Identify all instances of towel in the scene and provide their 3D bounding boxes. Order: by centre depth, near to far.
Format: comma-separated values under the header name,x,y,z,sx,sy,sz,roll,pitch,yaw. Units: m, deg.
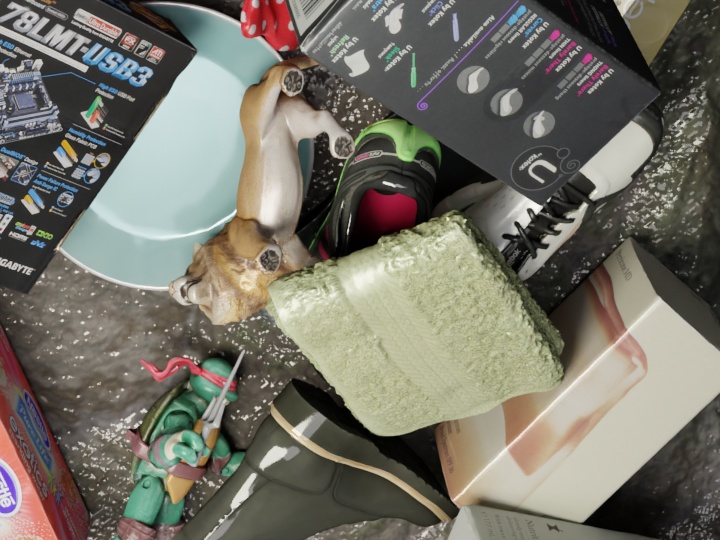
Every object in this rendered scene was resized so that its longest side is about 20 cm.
name,x,y,z,sx,sy,sz,roll,pitch,yaw
towel,0.040,0.041,1.270,0.147,0.037,0.200,-21,143,12

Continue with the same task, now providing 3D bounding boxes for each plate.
name,x,y,z,sx,sy,sz,roll,pitch,yaw
plate,-0.130,-0.083,1.334,0.198,0.026,0.202,-2,114,-4

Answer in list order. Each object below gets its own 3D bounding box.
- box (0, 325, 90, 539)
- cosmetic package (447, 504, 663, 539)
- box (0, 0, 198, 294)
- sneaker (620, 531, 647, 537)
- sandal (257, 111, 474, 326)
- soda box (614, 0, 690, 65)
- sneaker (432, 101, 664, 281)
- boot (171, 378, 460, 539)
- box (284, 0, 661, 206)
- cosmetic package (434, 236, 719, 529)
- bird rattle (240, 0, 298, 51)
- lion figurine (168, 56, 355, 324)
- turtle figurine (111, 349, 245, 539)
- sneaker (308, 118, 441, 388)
name,x,y,z,sx,sy,sz,roll,pitch,yaw
box,-0.265,0.127,1.377,0.094,0.103,0.201,-19,112,5
cosmetic package,0.156,0.232,1.343,0.199,0.113,0.082,10,119,-21
box,-0.227,-0.097,1.223,0.199,0.050,0.199,21,108,-49
sneaker,0.142,0.277,1.484,0.198,0.081,0.147,-9,120,-2
sandal,0.006,-0.031,1.352,0.075,0.048,0.200,39,106,-18
soda box,0.156,-0.161,1.297,0.067,0.064,0.201,26,110,-14
sneaker,0.115,-0.038,1.274,0.074,0.080,0.200,34,128,-19
boot,-0.031,0.163,1.386,0.139,0.077,0.200,-49,134,6
box,0.059,-0.148,1.172,0.199,0.123,0.106,30,118,-33
cosmetic package,0.151,0.089,1.385,0.087,0.104,0.200,39,105,-20
bird rattle,0.017,-0.208,1.244,0.162,0.113,0.201,22,109,-30
lion figurine,-0.058,-0.057,1.294,0.072,0.122,0.202,13,96,-26
turtle figurine,-0.115,0.135,1.394,0.149,0.100,0.201,15,105,-55
sneaker,0.000,0.000,1.301,0.076,0.084,0.201,11,123,0
